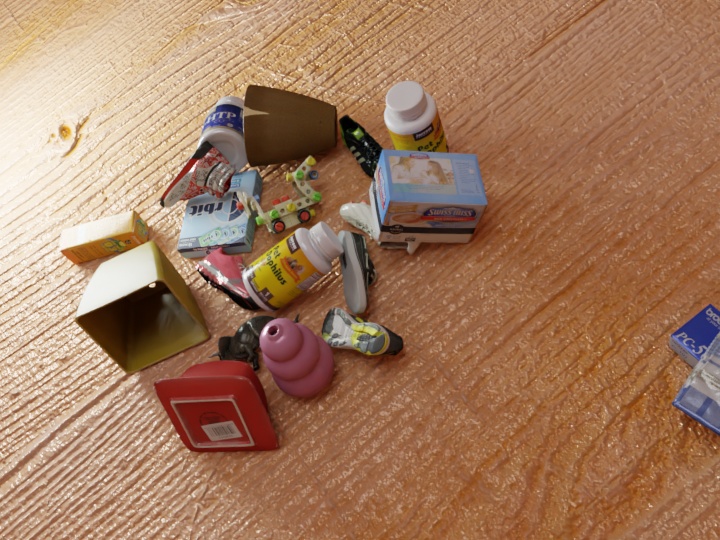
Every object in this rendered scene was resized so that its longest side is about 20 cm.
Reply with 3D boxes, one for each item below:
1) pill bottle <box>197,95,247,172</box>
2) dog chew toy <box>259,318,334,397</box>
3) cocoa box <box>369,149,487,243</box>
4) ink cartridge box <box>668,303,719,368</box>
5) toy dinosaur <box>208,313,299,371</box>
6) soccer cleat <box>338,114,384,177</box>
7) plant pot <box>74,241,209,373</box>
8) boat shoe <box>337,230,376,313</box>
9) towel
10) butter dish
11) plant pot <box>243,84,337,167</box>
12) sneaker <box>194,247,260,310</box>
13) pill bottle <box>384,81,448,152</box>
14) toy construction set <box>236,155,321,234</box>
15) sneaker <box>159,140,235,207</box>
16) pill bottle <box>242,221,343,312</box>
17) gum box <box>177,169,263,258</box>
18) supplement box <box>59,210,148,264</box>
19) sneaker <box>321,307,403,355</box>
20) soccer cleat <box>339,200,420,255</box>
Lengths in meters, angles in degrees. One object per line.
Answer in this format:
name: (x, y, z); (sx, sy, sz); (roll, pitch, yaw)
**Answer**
pill bottle: (-0.314, -0.327, 1.809); (0.119, 0.120, 0.201); (-15, 38, 10)
dog chew toy: (-0.125, 0.155, 1.418); (0.124, 0.200, 0.125); (-9, 57, 15)
cocoa box: (0.131, -0.145, 1.507); (0.198, 0.132, 0.134); (1, 57, -12)
ink cartridge box: (0.615, 0.155, 1.251); (0.094, 0.044, 0.200); (-37, 55, -7)
toy dinosaur: (-0.215, 0.134, 1.539); (0.200, 0.077, 0.102); (-43, 63, -5)
soccer cleat: (0.011, -0.272, 1.700); (0.067, 0.081, 0.200); (-37, 55, -5)
plant pot: (-0.458, 0.062, 1.608); (0.199, 0.200, 0.177); (-24, 44, 4)
boat shoe: (0.000, 0.000, 1.544); (0.063, 0.071, 0.201); (5, 51, -21)
towel: (0.604, 0.175, 1.202); (0.147, 0.024, 0.200); (33, 75, 28)
butter dish: (-0.256, 0.236, 1.448); (0.198, 0.200, 0.148); (-6, 35, 15)
plant pot: (-0.154, -0.329, 1.754); (0.198, 0.187, 0.188); (2, 59, 2)
sneaker: (-0.269, 0.010, 1.634); (0.200, 0.074, 0.087); (31, 72, 32)
pill bottle: (0.115, -0.297, 1.597); (0.108, 0.200, 0.110); (-9, 58, 14)
toy construction set: (-0.170, -0.156, 1.669); (0.199, 0.092, 0.132); (-22, 97, -3)
sneaker: (-0.366, -0.187, 1.735); (0.201, 0.108, 0.067); (-46, 10, 26)
pill bottle: (-0.135, -0.011, 1.555); (0.199, 0.109, 0.110); (-36, 54, 12)
gum box: (-0.320, -0.130, 1.754); (0.169, 0.045, 0.201); (-6, 58, 16)
supplement box: (-0.607, -0.078, 1.811); (0.199, 0.067, 0.069); (-16, 56, 11)
sneaker: (0.001, 0.129, 1.473); (0.199, 0.084, 0.075); (19, 87, 50)
soccer cleat: (0.036, -0.090, 1.593); (0.199, 0.069, 0.078); (18, 70, 24)
